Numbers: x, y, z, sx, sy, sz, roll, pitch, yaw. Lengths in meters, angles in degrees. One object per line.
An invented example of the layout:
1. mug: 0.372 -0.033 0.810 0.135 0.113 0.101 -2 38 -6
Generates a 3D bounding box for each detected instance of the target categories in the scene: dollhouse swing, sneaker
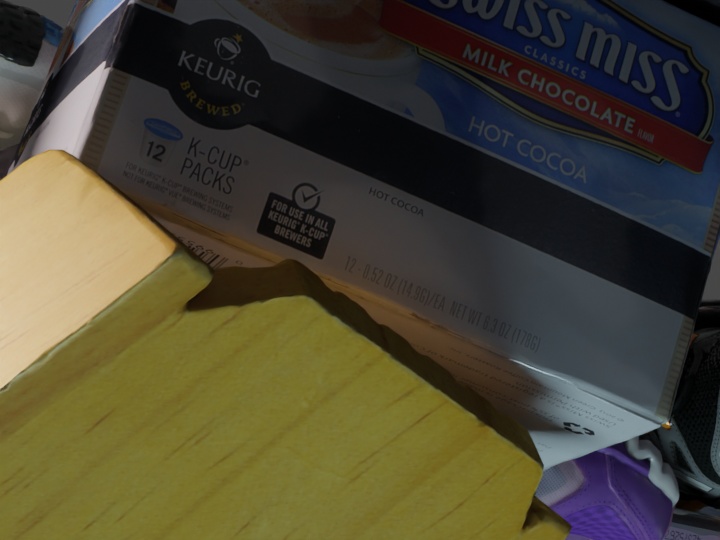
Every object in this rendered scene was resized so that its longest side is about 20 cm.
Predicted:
1. dollhouse swing: -0.074 0.023 0.780 0.182 0.176 0.200 -37 137 16
2. sneaker: 0.131 0.058 1.061 0.077 0.079 0.200 24 163 -3
3. sneaker: -0.162 -0.048 1.006 0.075 0.087 0.200 25 160 -14
4. sneaker: 0.021 0.076 0.919 0.199 0.089 0.080 21 161 -21

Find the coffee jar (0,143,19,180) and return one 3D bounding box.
1. coffee jar: -0.134 0.017 1.005 0.104 0.086 0.200 -25 169 -9

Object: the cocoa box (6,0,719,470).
1. cocoa box: 0.003 -0.035 0.804 0.199 0.132 0.133 23 161 -14

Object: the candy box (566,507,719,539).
1. candy box: 0.088 0.130 1.102 0.167 0.072 0.200 13 175 -14
